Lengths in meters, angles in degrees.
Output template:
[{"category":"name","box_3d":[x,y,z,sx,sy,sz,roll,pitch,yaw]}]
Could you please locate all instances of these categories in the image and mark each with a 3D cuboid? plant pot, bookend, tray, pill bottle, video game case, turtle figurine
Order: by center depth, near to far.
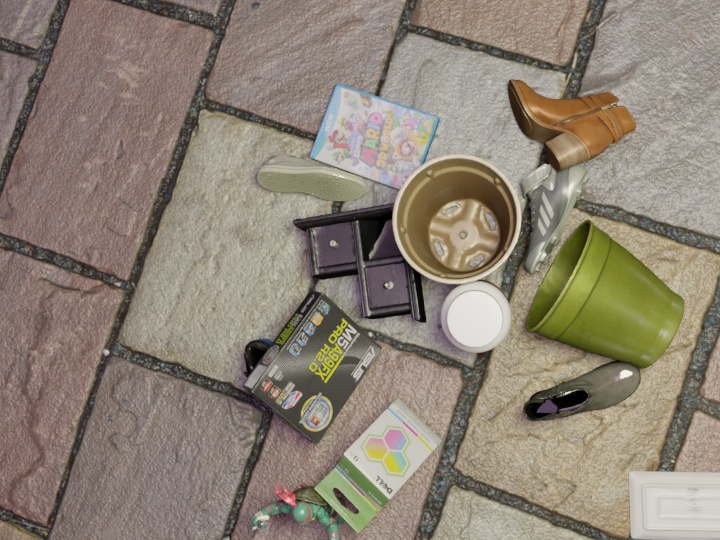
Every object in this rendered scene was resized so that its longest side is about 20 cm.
[{"category":"plant pot","box_3d":[0.394,0.055,1.419,0.192,0.200,0.201,29,90,1]},{"category":"tray","box_3d":[0.532,0.377,1.433,0.198,0.022,0.109,-2,83,11]},{"category":"pill bottle","box_3d":[0.185,0.071,1.435,0.111,0.200,0.113,0,90,9]},{"category":"turtle figurine","box_3d":[-0.087,0.399,1.458,0.149,0.200,0.101,25,90,12]},{"category":"plant pot","box_3d":[0.162,-0.071,1.467,0.198,0.183,0.203,-1,84,10]},{"category":"bookend","box_3d":[0.000,0.000,1.538,0.198,0.092,0.201,-8,83,11]},{"category":"video game case","box_3d":[0.024,-0.235,1.595,0.198,0.018,0.144,21,89,12]}]

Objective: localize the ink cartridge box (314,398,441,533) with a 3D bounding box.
[{"category":"ink cartridge box","box_3d":[0.030,0.314,1.462,0.104,0.059,0.200,43,55,11]}]

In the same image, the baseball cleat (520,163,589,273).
[{"category":"baseball cleat","box_3d":[0.303,-0.095,1.510,0.106,0.070,0.201,27,80,19]}]

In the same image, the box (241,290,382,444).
[{"category":"box","box_3d":[-0.077,0.160,1.490,0.160,0.044,0.201,44,73,-27]}]

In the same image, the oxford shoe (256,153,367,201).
[{"category":"oxford shoe","box_3d":[-0.084,-0.169,1.589,0.198,0.076,0.058,9,50,10]}]

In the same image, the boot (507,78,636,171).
[{"category":"boot","box_3d":[0.351,-0.272,1.510,0.154,0.077,0.201,-28,58,-6]}]

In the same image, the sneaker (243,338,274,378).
[{"category":"sneaker","box_3d":[-0.130,0.201,1.532,0.076,0.111,0.201,-35,79,5]}]

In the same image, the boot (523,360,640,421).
[{"category":"boot","box_3d":[0.357,0.200,1.428,0.198,0.131,0.068,-22,81,8]}]
